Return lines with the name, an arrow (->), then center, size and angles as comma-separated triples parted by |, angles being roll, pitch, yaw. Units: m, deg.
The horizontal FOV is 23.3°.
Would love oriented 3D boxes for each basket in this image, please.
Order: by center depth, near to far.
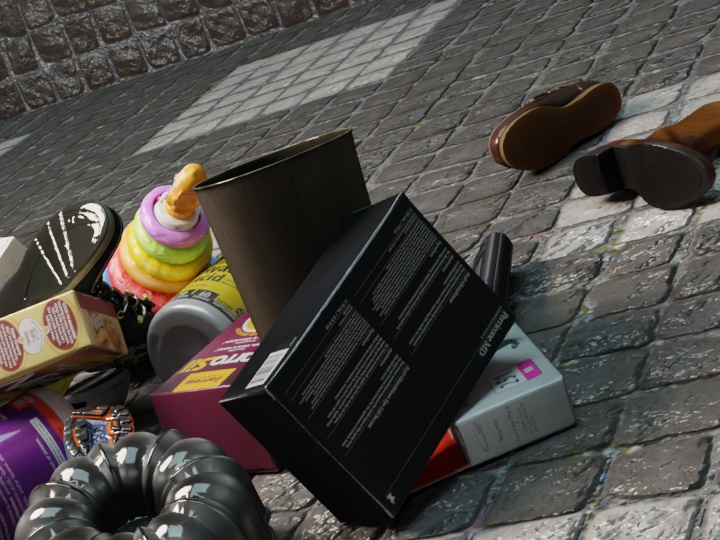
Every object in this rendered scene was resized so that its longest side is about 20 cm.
basket -> -0.038, 0.002, 1.425 | 0.135, 0.202, 0.180 | -17, 8, 14

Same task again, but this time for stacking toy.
stacking toy -> -0.183, -0.038, 1.703 | 0.116, 0.109, 0.201 | -57, -5, -37

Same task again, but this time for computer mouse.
computer mouse -> -0.293, 0.136, 1.758 | 0.109, 0.044, 0.199 | -29, 12, -36

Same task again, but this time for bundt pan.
bundt pan -> -0.163, 0.190, 1.271 | 0.199, 0.076, 0.203 | -9, 34, 6

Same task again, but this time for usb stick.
usb stick -> 0.117, 0.018, 1.592 | 0.032, 0.056, 0.200 | 23, 21, -2

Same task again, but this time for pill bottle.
pill bottle -> -0.326, 0.192, 1.497 | 0.199, 0.113, 0.112 | -32, 19, -31
pill bottle -> -0.113, 0.040, 1.701 | 0.110, 0.112, 0.200 | -11, 20, 33

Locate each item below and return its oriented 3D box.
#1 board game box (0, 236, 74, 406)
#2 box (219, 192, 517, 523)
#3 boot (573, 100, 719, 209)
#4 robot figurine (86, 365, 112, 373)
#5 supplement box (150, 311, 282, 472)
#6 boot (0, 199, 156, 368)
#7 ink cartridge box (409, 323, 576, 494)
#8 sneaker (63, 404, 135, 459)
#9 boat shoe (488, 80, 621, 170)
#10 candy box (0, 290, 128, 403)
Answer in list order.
board game box -> -0.343, 0.089, 1.670 | 0.034, 0.134, 0.201 | -4, 51, 50
box -> 0.009, 0.066, 1.309 | 0.079, 0.141, 0.201 | -21, 29, 56
boot -> 0.343, -0.122, 1.753 | 0.199, 0.069, 0.188 | -23, 7, -28
robot figurine -> -0.257, 0.033, 1.850 | 0.150, 0.126, 0.200 | 33, 29, 16
supplement box -> -0.077, 0.093, 1.536 | 0.109, 0.086, 0.200 | -9, 22, 36
boot -> -0.242, 0.018, 1.630 | 0.153, 0.074, 0.204 | 11, -47, -43
ink cartridge box -> 0.064, 0.106, 1.397 | 0.172, 0.044, 0.200 | -22, 17, -4
sneaker -> -0.201, 0.194, 1.418 | 0.074, 0.079, 0.201 | -9, 34, 0
boat shoe -> 0.212, -0.165, 1.997 | 0.199, 0.071, 0.070 | -24, 22, -37
candy box -> -0.315, 0.081, 1.529 | 0.198, 0.056, 0.115 | -21, -8, 6
